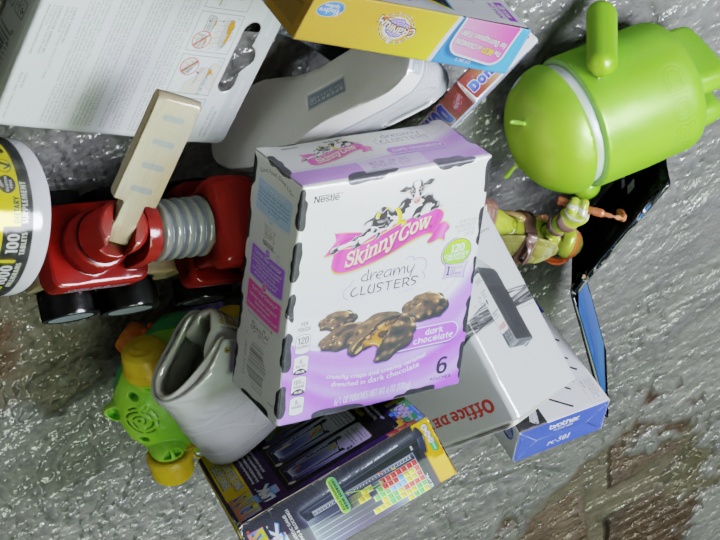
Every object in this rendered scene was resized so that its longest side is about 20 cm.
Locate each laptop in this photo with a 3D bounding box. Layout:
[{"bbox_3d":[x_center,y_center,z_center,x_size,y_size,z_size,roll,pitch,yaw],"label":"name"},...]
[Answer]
[{"bbox_3d":[0.244,0.001,1.789,0.103,0.177,0.200,37,108,-7],"label":"laptop"}]

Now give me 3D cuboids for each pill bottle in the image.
[{"bbox_3d":[-0.324,-0.037,1.363,0.200,0.112,0.113,-1,131,-37],"label":"pill bottle"}]

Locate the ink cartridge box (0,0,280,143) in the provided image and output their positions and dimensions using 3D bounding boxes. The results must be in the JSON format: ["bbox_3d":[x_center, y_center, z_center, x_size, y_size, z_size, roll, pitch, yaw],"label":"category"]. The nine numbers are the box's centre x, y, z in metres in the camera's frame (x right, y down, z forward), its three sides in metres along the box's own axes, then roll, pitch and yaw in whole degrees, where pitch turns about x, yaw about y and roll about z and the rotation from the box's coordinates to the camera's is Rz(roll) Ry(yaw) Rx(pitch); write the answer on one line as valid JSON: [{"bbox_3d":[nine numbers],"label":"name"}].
[{"bbox_3d":[-0.157,-0.173,1.416,0.200,0.050,0.162,1,129,-41],"label":"ink cartridge box"}]

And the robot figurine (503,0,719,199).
[{"bbox_3d":[0.209,-0.136,1.680,0.200,0.116,0.176,-23,146,-16],"label":"robot figurine"}]

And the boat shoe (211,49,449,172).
[{"bbox_3d":[-0.023,-0.121,1.510,0.200,0.072,0.068,-27,148,29],"label":"boat shoe"}]

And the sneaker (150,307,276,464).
[{"bbox_3d":[-0.073,0.053,1.557,0.200,0.074,0.116,-46,138,-6],"label":"sneaker"}]

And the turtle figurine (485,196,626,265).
[{"bbox_3d":[0.127,-0.034,1.727,0.161,0.200,0.065,13,82,-20],"label":"turtle figurine"}]

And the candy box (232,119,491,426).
[{"bbox_3d":[0.000,0.000,1.487,0.168,0.072,0.200,-11,123,-31],"label":"candy box"}]

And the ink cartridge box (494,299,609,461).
[{"bbox_3d":[0.126,0.070,1.765,0.094,0.200,0.044,-18,142,-23],"label":"ink cartridge box"}]

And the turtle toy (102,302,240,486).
[{"bbox_3d":[-0.122,0.080,1.660,0.200,0.101,0.146,-20,127,-16],"label":"turtle toy"}]

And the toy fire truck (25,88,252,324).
[{"bbox_3d":[-0.141,-0.047,1.459,0.176,0.129,0.200,-6,172,-33],"label":"toy fire truck"}]

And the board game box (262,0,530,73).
[{"bbox_3d":[0.004,-0.210,1.414,0.200,0.153,0.040,4,127,-40],"label":"board game box"}]

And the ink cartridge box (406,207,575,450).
[{"bbox_3d":[0.065,0.038,1.641,0.084,0.200,0.144,-28,-179,-38],"label":"ink cartridge box"}]

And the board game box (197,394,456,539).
[{"bbox_3d":[-0.031,0.154,1.557,0.165,0.200,0.057,-31,105,-6],"label":"board game box"}]

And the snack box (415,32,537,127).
[{"bbox_3d":[0.080,-0.135,1.556,0.072,0.024,0.200,-45,-179,-17],"label":"snack box"}]

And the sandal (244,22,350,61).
[{"bbox_3d":[-0.038,-0.202,1.488,0.200,0.043,0.076,14,116,-33],"label":"sandal"}]
